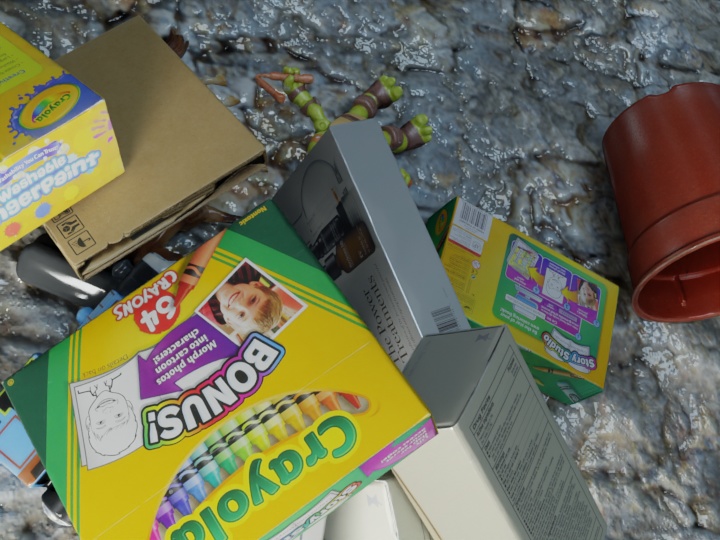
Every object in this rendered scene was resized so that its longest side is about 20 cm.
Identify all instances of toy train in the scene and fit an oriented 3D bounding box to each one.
[{"bbox_3d":[-0.165,0.076,0.643,0.114,0.087,0.200,39,81,3],"label":"toy train"}]

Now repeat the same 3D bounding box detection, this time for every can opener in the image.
[{"bbox_3d":[-0.168,0.036,0.714,0.200,0.067,0.053,27,15,-8],"label":"can opener"}]

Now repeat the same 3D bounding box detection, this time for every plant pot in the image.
[{"bbox_3d":[0.354,-0.077,0.973,0.200,0.201,0.196,4,59,-26],"label":"plant pot"}]

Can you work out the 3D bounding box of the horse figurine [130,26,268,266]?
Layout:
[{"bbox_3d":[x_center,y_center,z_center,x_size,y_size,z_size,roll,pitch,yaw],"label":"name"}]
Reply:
[{"bbox_3d":[-0.154,-0.097,0.782,0.132,0.050,0.201,-20,86,-17],"label":"horse figurine"}]

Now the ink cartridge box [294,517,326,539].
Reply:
[{"bbox_3d":[-0.072,0.166,0.632,0.067,0.117,0.201,11,86,-21],"label":"ink cartridge box"}]

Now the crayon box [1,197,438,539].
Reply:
[{"bbox_3d":[-0.084,0.082,0.552,0.200,0.058,0.173,-35,64,-6],"label":"crayon box"}]

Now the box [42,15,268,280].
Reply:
[{"bbox_3d":[-0.189,-0.103,0.709,0.163,0.021,0.200,-34,58,-15],"label":"box"}]

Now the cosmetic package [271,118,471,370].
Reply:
[{"bbox_3d":[0.000,0.000,0.765,0.052,0.151,0.201,-16,76,-31],"label":"cosmetic package"}]

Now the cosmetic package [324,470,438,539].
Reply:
[{"bbox_3d":[0.058,0.178,0.712,0.200,0.071,0.106,-11,91,-52],"label":"cosmetic package"}]

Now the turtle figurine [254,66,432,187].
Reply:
[{"bbox_3d":[0.002,-0.120,0.863,0.200,0.064,0.161,42,38,13],"label":"turtle figurine"}]

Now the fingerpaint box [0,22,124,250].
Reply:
[{"bbox_3d":[-0.297,-0.080,0.639,0.167,0.073,0.200,35,59,26],"label":"fingerpaint box"}]

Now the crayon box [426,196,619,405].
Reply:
[{"bbox_3d":[0.147,0.031,0.884,0.200,0.058,0.119,28,58,-15],"label":"crayon box"}]

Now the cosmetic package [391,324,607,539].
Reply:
[{"bbox_3d":[0.096,0.149,0.648,0.200,0.073,0.104,61,41,-22],"label":"cosmetic package"}]
